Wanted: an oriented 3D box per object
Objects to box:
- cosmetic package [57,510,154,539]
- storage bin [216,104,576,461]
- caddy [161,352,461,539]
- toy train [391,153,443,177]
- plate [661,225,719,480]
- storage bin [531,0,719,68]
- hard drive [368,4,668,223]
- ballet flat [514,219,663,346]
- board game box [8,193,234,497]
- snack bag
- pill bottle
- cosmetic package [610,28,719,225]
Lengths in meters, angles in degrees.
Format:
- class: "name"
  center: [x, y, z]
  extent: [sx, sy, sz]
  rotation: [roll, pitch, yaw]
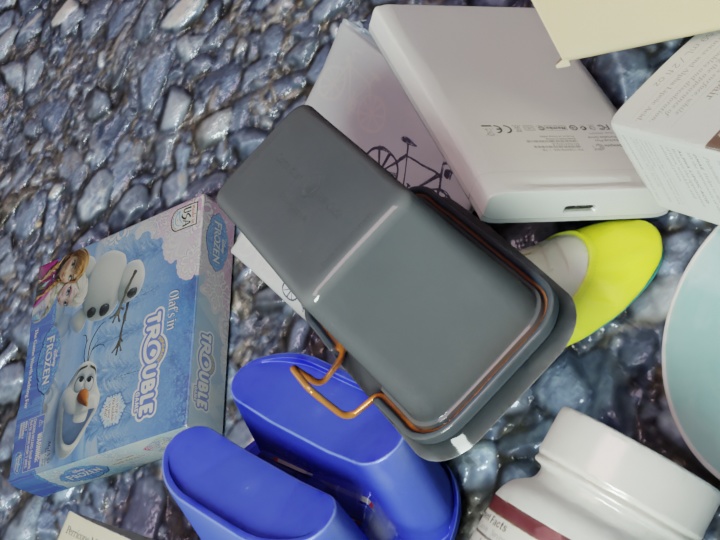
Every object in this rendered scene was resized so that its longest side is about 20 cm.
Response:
- class: "cosmetic package"
  center: [-0.181, 0.279, 0.953]
  extent: [0.103, 0.087, 0.201]
  rotation: [8, 73, 45]
- class: "storage bin"
  center: [0.000, 0.000, 0.811]
  extent: [0.146, 0.134, 0.200]
  rotation: [-47, 34, 2]
- class: "caddy"
  center: [-0.030, 0.142, 0.886]
  extent: [0.141, 0.105, 0.200]
  rotation: [-46, 39, -20]
- class: "toy train"
  center: [0.031, -0.080, 1.002]
  extent: [0.200, 0.042, 0.057]
  rotation: [-2, 56, 42]
- class: "plate"
  center: [0.255, 0.034, 0.743]
  extent: [0.200, 0.026, 0.201]
  rotation: [-20, 55, 32]
- class: "storage bin"
  center: [0.214, -0.228, 0.836]
  extent: [0.200, 0.094, 0.199]
  rotation: [-7, 38, 40]
- class: "hard drive"
  center: [0.099, -0.105, 0.895]
  extent: [0.200, 0.132, 0.027]
  rotation: [-115, 32, -42]
- class: "ballet flat"
  center: [0.092, 0.025, 0.865]
  extent: [0.200, 0.067, 0.067]
  rotation: [-34, 47, 23]
- class: "board game box"
  center: [-0.190, 0.061, 1.117]
  extent: [0.199, 0.043, 0.201]
  rotation: [-20, 55, 32]
- class: "snack bag"
  center: [0.002, -0.053, 0.973]
  extent: [0.189, 0.021, 0.200]
  rotation: [42, 112, 38]
- class: "pill bottle"
  center: [0.100, 0.181, 0.735]
  extent: [0.114, 0.114, 0.200]
  rotation: [27, 86, 47]
- class: "cosmetic package"
  center: [0.237, -0.070, 0.740]
  extent: [0.102, 0.074, 0.200]
  rotation: [-44, 29, -12]
